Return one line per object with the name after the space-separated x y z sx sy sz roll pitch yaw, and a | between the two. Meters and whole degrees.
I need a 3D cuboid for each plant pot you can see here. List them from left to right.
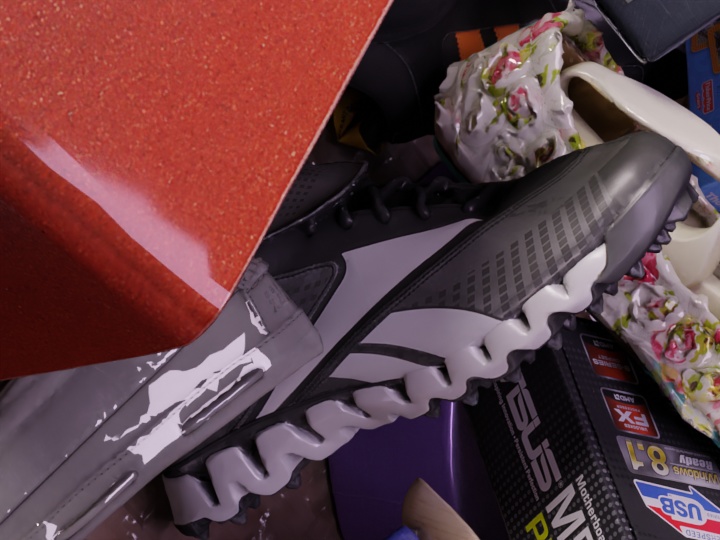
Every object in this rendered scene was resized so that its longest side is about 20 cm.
-0.104 -0.103 0.721 0.176 0.200 0.200 36 68 -21 | plant pot

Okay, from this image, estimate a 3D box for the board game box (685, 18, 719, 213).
0.163 -0.083 0.963 0.151 0.037 0.201 33 46 -40 | board game box

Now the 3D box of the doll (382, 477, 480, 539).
-0.036 0.155 0.818 0.200 0.048 0.137 -39 132 -8 | doll

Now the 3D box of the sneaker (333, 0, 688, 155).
0.029 -0.076 0.905 0.200 0.070 0.090 17 111 -47 | sneaker

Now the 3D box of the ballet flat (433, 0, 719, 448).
0.103 0.001 0.835 0.200 0.064 0.076 44 31 4 | ballet flat

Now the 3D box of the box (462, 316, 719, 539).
0.137 0.102 0.857 0.199 0.044 0.161 14 43 -37 | box

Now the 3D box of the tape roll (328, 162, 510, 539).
0.086 0.050 0.940 0.200 0.066 0.201 -1 91 -38 | tape roll

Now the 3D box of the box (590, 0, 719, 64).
0.165 -0.153 0.813 0.051 0.200 0.158 51 43 -5 | box

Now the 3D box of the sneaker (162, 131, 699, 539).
0.000 0.000 0.807 0.091 0.200 0.066 55 30 -8 | sneaker

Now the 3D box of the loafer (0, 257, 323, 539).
-0.091 0.074 0.766 0.070 0.070 0.200 40 91 -5 | loafer
